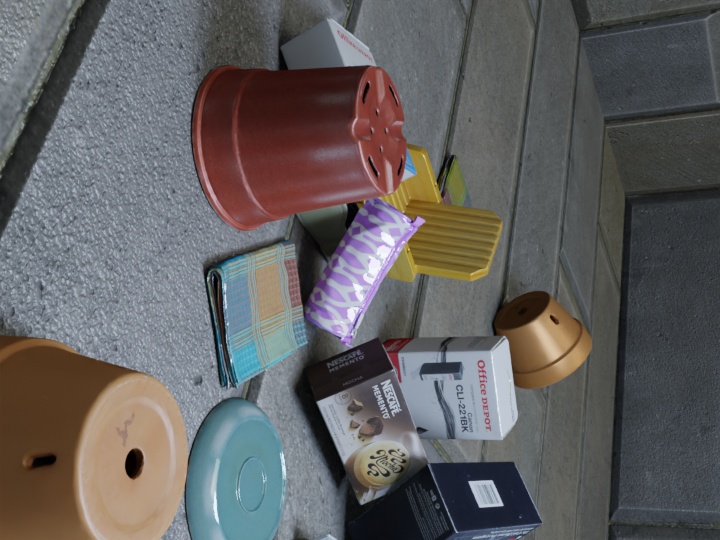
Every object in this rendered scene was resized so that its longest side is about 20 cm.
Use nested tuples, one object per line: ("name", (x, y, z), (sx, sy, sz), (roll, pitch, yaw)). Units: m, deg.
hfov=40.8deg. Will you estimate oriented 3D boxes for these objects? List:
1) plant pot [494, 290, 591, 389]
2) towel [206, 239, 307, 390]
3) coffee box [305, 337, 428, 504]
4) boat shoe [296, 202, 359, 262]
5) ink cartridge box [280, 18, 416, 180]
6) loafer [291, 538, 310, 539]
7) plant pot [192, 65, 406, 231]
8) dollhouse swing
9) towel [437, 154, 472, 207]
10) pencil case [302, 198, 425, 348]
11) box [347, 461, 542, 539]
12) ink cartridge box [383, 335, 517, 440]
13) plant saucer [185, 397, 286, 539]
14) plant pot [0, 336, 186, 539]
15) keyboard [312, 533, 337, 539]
("plant pot", (0.382, 0.140, 2.105), (0.140, 0.199, 0.200), (56, 35, -21))
("towel", (-0.120, 0.047, 1.187), (0.200, 0.022, 0.147), (-26, 111, -64))
("coffee box", (0.013, 0.207, 1.324), (0.080, 0.113, 0.201), (-117, -173, -58))
("boat shoe", (-0.036, -0.082, 1.330), (0.200, 0.074, 0.066), (59, 32, -44))
("ink cartridge box", (-0.015, -0.216, 1.310), (0.145, 0.083, 0.201), (17, 51, -64))
("loafer", (-0.080, 0.424, 1.169), (0.067, 0.076, 0.201), (26, 73, -63))
("plant pot", (-0.060, -0.154, 1.138), (0.201, 0.194, 0.202), (-4, 90, -66))
("dollhouse swing", (0.114, -0.098, 1.542), (0.200, 0.175, 0.182), (-63, 142, -46))
("towel", (0.189, -0.112, 1.892), (0.144, 0.023, 0.201), (-69, 147, -44))
("pencil case", (0.000, 0.000, 1.289), (0.084, 0.085, 0.201), (21, 99, -51))
("box", (0.121, 0.362, 1.381), (0.199, 0.182, 0.104), (9, 47, -44))
("ink cartridge box", (0.132, 0.183, 1.510), (0.084, 0.199, 0.145), (-29, 113, -64))
("plant saucer", (-0.134, 0.248, 1.122), (0.200, 0.027, 0.201), (-4, 90, -66))
("plant pot", (-0.232, 0.152, 0.765), (0.200, 0.139, 0.201), (-3, 90, -65))
("keyboard", (-0.010, 0.404, 1.293), (0.200, 0.056, 0.011), (48, 20, -37))
